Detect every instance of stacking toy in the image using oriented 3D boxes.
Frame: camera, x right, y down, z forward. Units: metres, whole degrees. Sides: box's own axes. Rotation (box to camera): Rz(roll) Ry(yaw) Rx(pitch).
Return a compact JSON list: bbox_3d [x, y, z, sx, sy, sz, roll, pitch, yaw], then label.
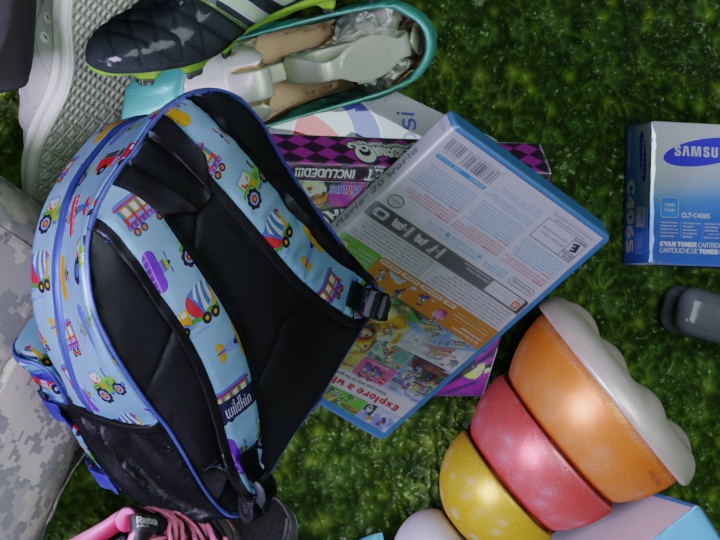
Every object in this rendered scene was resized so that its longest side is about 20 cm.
[{"bbox_3d":[0.098,0.128,1.306,0.200,0.146,0.146,-39,101,3],"label":"stacking toy"}]

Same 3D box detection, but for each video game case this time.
[{"bbox_3d":[0.032,0.008,1.237,0.143,0.018,0.200,32,115,-35],"label":"video game case"},{"bbox_3d":[0.000,0.000,1.257,0.198,0.036,0.182,2,129,-17],"label":"video game case"}]

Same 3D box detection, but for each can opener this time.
[{"bbox_3d":[0.294,0.059,1.387,0.199,0.053,0.067,20,86,-15],"label":"can opener"}]

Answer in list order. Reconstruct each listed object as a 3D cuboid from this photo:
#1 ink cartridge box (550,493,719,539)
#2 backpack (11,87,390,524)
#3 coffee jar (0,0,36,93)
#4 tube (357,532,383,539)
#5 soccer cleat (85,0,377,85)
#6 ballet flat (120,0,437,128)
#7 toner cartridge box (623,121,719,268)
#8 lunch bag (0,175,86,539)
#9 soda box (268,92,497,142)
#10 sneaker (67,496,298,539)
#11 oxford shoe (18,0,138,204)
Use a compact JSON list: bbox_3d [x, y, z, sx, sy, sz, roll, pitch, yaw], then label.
[{"bbox_3d":[0.193,0.258,1.319,0.125,0.128,0.201,-34,99,-13],"label":"ink cartridge box"},{"bbox_3d":[-0.101,0.008,1.097,0.183,0.134,0.201,-57,134,-30],"label":"backpack"},{"bbox_3d":[-0.273,-0.150,1.148,0.198,0.085,0.105,4,93,25],"label":"coffee jar"},{"bbox_3d":[-0.069,0.221,1.286,0.198,0.050,0.078,-10,87,-19],"label":"tube"},{"bbox_3d":[-0.071,-0.168,1.169,0.199,0.067,0.082,-26,124,-23],"label":"soccer cleat"},{"bbox_3d":[-0.045,-0.117,1.206,0.198,0.070,0.068,-18,97,-14],"label":"ballet flat"},{"bbox_3d":[0.276,-0.047,1.387,0.198,0.043,0.096,1,89,-16],"label":"toner cartridge box"},{"bbox_3d":[-0.215,0.057,1.193,0.167,0.139,0.201,33,84,-28],"label":"lunch bag"},{"bbox_3d":[-0.020,-0.092,1.286,0.199,0.068,0.064,24,84,-16],"label":"soda box"},{"bbox_3d":[-0.119,0.171,1.225,0.199,0.079,0.096,-20,140,-30],"label":"sneaker"},{"bbox_3d":[-0.170,-0.120,1.210,0.075,0.058,0.201,-25,142,-37],"label":"oxford shoe"}]
